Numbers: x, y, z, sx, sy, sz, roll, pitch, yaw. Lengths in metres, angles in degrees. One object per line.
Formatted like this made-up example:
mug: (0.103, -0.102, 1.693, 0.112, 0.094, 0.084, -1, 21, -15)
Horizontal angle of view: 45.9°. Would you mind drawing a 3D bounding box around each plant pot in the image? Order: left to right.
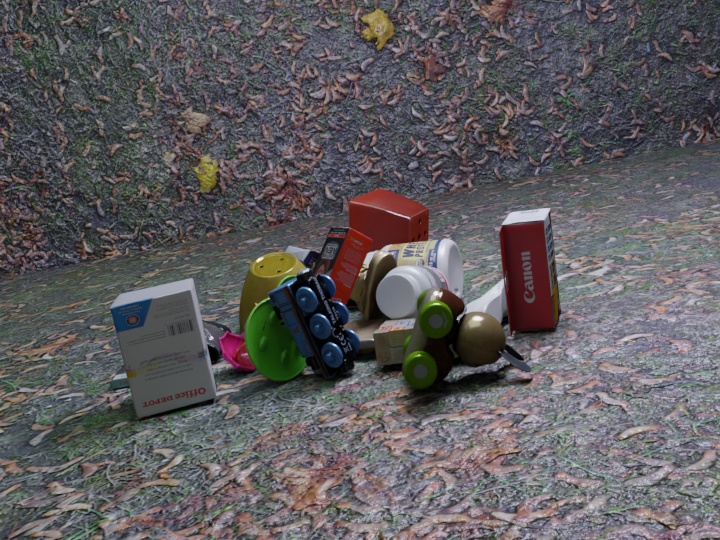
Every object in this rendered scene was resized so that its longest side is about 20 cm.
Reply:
plant pot: (-0.172, 0.047, 1.806, 0.195, 0.145, 0.201, -6, 30, 3)
plant pot: (0.088, -0.105, 2.372, 0.173, 0.205, 0.199, 8, 18, 26)

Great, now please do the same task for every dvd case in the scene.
dvd case: (-0.429, 0.195, 1.781, 0.142, 0.023, 0.200, -11, 10, 1)

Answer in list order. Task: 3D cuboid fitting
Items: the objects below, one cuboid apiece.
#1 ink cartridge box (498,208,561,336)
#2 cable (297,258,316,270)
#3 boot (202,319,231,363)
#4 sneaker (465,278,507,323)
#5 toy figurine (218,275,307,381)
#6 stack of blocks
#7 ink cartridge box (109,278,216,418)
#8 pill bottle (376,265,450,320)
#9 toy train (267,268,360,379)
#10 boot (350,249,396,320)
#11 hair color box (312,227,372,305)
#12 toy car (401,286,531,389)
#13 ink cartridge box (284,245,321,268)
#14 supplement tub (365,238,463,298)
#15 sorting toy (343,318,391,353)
ink cartridge box: (0.315, 0.003, 1.572, 0.082, 0.205, 0.175, -5, 12, 19)
cable: (-0.132, 0.038, 1.947, 0.095, 0.201, 0.051, 17, 54, -2)
boot: (-0.375, 0.133, 1.791, 0.195, 0.071, 0.132, 10, 13, 6)
sneaker: (0.251, 0.069, 1.667, 0.087, 0.077, 0.199, -17, 7, 37)
toy figurine: (-0.193, 0.116, 1.617, 0.149, 0.204, 0.182, 33, -28, -30)
stack of blocks: (0.131, 0.118, 1.516, 0.195, 0.060, 0.115, -7, 5, 15)
ink cartridge box: (-0.352, 0.136, 1.536, 0.144, 0.205, 0.145, -12, 9, -9)
pill bottle: (0.101, 0.047, 1.675, 0.108, 0.114, 0.199, -6, -2, 22)
toy train: (-0.079, 0.097, 1.518, 0.113, 0.203, 0.086, -19, 8, 40)
boot: (0.000, 0.000, 1.766, 0.072, 0.202, 0.156, -28, 58, -26)
hair color box: (-0.056, 0.019, 1.688, 0.060, 0.204, 0.101, 25, -8, -23)
toy car: (0.175, 0.127, 1.372, 0.196, 0.161, 0.164, 17, 8, 1)
ink cartridge box: (-0.069, 0.012, 1.997, 0.198, 0.041, 0.199, 32, -9, -23)
supplement tub: (0.115, 0.012, 1.855, 0.196, 0.148, 0.144, -6, 12, 22)
sorting toy: (-0.017, 0.134, 1.683, 0.181, 0.037, 0.200, -6, 8, 20)
